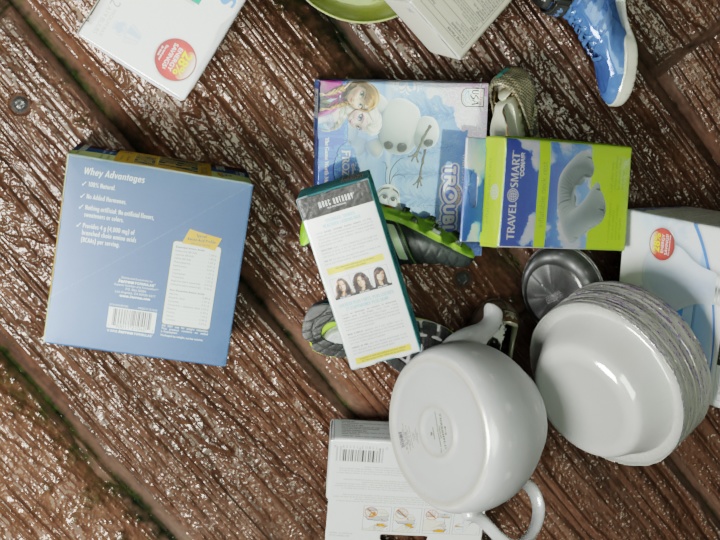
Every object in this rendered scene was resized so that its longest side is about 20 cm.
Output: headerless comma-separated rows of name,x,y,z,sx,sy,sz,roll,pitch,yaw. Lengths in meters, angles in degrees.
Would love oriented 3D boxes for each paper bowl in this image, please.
paper bowl,0.272,0.122,1.312,0.104,0.200,0.202,-33,106,-36

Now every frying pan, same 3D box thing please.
frying pan,0.239,0.064,1.415,0.031,0.114,0.192,-17,104,-47

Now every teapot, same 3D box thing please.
teapot,0.137,0.172,1.320,0.145,0.197,0.201,-3,122,-38

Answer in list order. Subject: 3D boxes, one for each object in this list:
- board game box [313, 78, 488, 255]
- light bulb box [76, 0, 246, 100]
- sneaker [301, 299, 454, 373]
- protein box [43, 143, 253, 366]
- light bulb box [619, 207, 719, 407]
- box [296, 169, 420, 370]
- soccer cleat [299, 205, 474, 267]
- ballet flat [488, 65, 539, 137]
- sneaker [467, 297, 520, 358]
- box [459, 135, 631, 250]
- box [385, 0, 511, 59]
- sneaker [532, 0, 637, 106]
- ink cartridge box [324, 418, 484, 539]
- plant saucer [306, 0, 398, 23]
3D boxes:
board game box,0.045,-0.118,1.381,0.197,0.043,0.202,-1,101,-9
light bulb box,-0.185,-0.292,1.235,0.124,0.200,0.199,31,94,-13
sneaker,0.027,0.070,1.391,0.198,0.081,0.074,18,104,-12
protein box,-0.229,-0.020,1.310,0.197,0.135,0.202,8,99,-10
light bulb box,0.403,0.038,1.361,0.124,0.199,0.200,-3,102,-37
box,0.000,0.000,1.297,0.082,0.049,0.201,-15,105,7
soccer cleat,0.028,-0.032,1.345,0.198,0.068,0.082,19,108,-5
ballet flat,0.179,-0.131,1.377,0.075,0.067,0.202,-34,116,-47
sneaker,0.136,0.131,1.423,0.070,0.076,0.202,15,97,-11
box,0.210,-0.086,1.342,0.198,0.048,0.123,1,95,-27
box,0.130,-0.338,1.313,0.200,0.078,0.095,-48,117,-4
sneaker,0.249,-0.285,1.363,0.110,0.077,0.202,-6,97,-13
ink cartridge box,0.057,0.265,1.442,0.198,0.044,0.175,3,121,-3
plant saucer,0.002,-0.378,1.335,0.198,0.031,0.202,-2,100,-10
